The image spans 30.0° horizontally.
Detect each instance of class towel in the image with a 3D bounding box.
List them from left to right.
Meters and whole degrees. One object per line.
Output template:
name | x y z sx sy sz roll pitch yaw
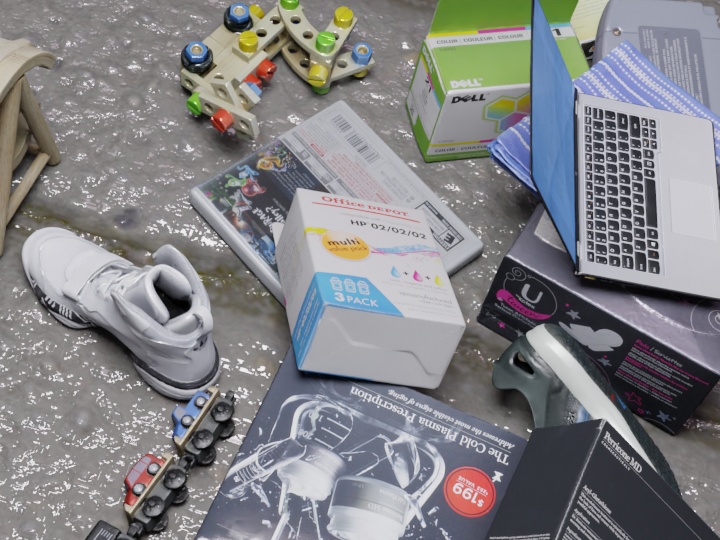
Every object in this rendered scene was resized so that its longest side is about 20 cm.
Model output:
towel | 0.220 -0.110 1.152 0.145 0.024 0.200 43 60 17

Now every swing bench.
swing bench | -0.360 -0.139 1.085 0.199 0.200 0.130 21 57 2

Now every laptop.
laptop | 0.212 -0.097 1.063 0.199 0.116 0.188 10 57 -7

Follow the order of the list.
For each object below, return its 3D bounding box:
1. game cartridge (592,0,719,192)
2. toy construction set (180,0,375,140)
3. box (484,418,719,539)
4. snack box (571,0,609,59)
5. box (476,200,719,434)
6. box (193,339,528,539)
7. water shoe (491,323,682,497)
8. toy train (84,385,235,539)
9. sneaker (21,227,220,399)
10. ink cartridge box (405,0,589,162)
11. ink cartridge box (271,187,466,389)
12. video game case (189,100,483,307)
game cartridge | 0.293 -0.169 1.306 0.133 0.040 0.201 4 70 -15
toy construction set | -0.088 -0.184 1.238 0.131 0.092 0.200 36 48 12
box | 0.188 0.226 0.983 0.200 0.079 0.141 45 57 -22
snack box | 0.197 -0.264 1.366 0.200 0.037 0.116 -18 65 -21
box | 0.224 0.019 1.150 0.200 0.115 0.132 31 58 8
box | -0.001 0.183 1.012 0.200 0.104 0.182 23 58 4
water shoe | 0.186 0.139 1.106 0.079 0.071 0.200 -37 84 16
toy train | -0.159 0.167 1.036 0.046 0.034 0.200 23 57 19
sneaker | -0.190 0.011 1.075 0.200 0.115 0.075 37 59 13
ink cartridge box | 0.135 -0.192 1.213 0.147 0.200 0.076 -7 60 -15
ink cartridge box | 0.000 0.000 1.069 0.115 0.068 0.200 10 32 -18
video game case | -0.021 -0.042 1.197 0.182 0.023 0.200 -34 71 -27
